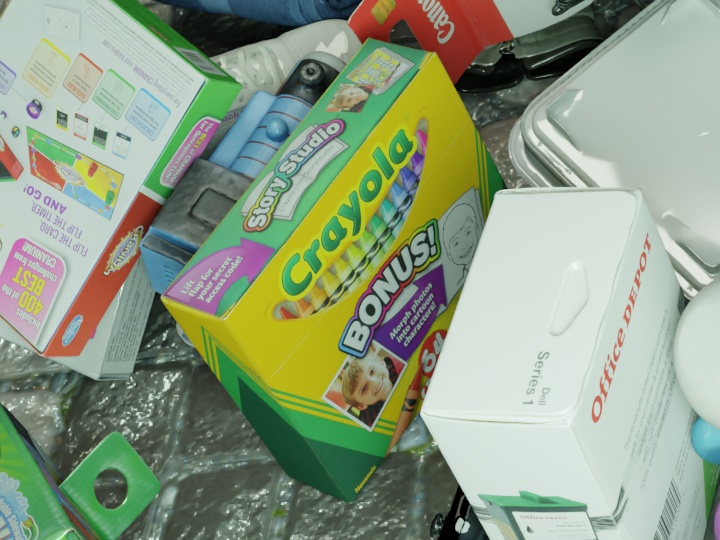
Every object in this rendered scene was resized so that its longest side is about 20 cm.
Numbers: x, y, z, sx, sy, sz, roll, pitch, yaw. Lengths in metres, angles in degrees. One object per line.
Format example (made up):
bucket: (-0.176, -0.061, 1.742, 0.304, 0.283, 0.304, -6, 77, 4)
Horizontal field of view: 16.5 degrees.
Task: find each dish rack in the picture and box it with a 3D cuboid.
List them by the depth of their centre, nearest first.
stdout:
dish rack: (0.197, -0.074, 1.416, 0.172, 0.044, 0.200, -39, 61, -9)

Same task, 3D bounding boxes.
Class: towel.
towel: (-0.075, -0.202, 1.684, 0.200, 0.049, 0.112, 14, 28, 33)

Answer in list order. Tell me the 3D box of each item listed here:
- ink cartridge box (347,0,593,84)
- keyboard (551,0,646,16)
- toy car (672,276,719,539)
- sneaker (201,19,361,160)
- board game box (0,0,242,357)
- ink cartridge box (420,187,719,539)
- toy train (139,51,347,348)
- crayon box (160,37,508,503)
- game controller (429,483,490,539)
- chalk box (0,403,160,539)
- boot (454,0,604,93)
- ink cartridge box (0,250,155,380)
ink cartridge box: (0.089, -0.184, 1.474, 0.050, 0.161, 0.200, 33, 83, 26)
keyboard: (0.182, -0.147, 1.495, 0.200, 0.021, 0.127, -40, 81, -9)
toy car: (0.238, 0.099, 1.217, 0.200, 0.175, 0.150, 49, 119, 45)
sneaker: (-0.085, -0.104, 1.586, 0.200, 0.100, 0.075, -30, 62, 5)
board game box: (-0.182, -0.072, 1.498, 0.153, 0.040, 0.200, 40, 107, 25)
ink cartridge box: (0.115, 0.073, 1.251, 0.084, 0.200, 0.146, 1, 52, 27)
toy train: (-0.053, -0.046, 1.500, 0.087, 0.114, 0.200, 27, 67, 16)
crayon box: (0.000, 0.000, 1.399, 0.058, 0.173, 0.200, 19, 63, 39)
game controller: (0.073, 0.086, 1.339, 0.042, 0.104, 0.200, 24, 57, -4)
chalk box: (-0.200, 0.172, 1.389, 0.200, 0.125, 0.124, -36, 44, -3)
boot: (0.143, -0.184, 1.579, 0.199, 0.068, 0.131, -18, 57, 15)
ink cartridge box: (-0.193, -0.053, 1.551, 0.173, 0.044, 0.201, 21, 98, 27)
